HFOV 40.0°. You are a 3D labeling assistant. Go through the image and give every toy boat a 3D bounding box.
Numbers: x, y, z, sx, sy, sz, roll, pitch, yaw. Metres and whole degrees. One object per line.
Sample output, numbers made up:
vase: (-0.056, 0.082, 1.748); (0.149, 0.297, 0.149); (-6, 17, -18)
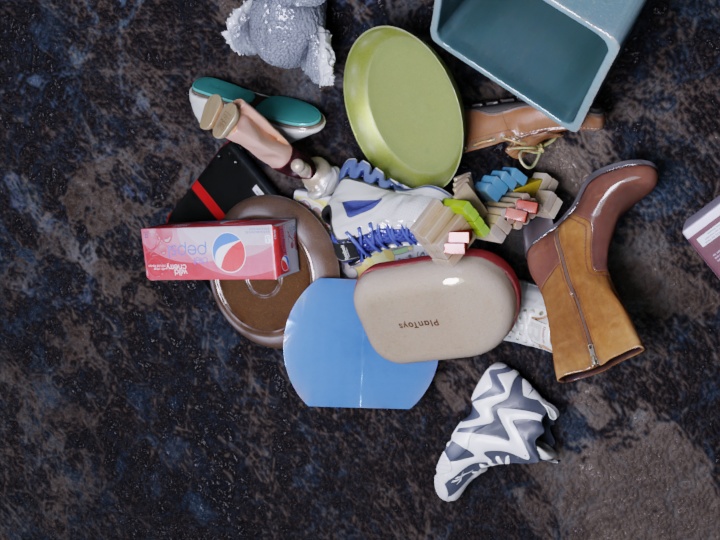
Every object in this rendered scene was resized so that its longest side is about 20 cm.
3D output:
toy boat: (0.097, 0.026, 1.181); (0.197, 0.131, 0.132); (-8, 119, 29)

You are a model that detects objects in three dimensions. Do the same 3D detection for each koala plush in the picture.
koala plush: (-0.082, -0.326, 1.150); (0.175, 0.184, 0.203); (24, 124, 15)

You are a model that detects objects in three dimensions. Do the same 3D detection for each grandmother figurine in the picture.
grandmother figurine: (-0.096, -0.142, 1.195); (0.061, 0.199, 0.121); (-53, 44, 10)

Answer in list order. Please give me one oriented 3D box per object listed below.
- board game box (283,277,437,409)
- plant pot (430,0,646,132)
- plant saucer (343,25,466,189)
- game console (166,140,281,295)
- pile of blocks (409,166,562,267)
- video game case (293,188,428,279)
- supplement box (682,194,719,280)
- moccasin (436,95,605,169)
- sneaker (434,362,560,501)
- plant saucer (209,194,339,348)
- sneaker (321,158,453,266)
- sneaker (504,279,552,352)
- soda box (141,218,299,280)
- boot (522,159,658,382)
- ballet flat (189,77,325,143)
board game box: (0.000, 0.091, 1.251); (0.196, 0.039, 0.161); (2, 92, -6)
plant pot: (0.209, -0.305, 1.004); (0.195, 0.196, 0.201); (35, 76, 10)
plant saucer: (0.056, -0.189, 1.158); (0.199, 0.031, 0.203); (32, 135, 38)
game console: (-0.160, -0.044, 1.320); (0.201, 0.031, 0.177); (49, 115, 9)
pile of blocks: (0.150, -0.071, 1.088); (0.062, 0.198, 0.083); (14, 126, 57)
video game case: (0.000, 0.000, 1.279); (0.197, 0.023, 0.185); (11, 109, 19)
supplement box: (0.455, -0.003, 1.069); (0.109, 0.061, 0.201); (-40, 87, 27)
moccasin: (0.181, -0.159, 1.130); (0.198, 0.074, 0.079); (-3, 106, 24)
sneaker: (0.180, 0.229, 1.237); (0.129, 0.079, 0.202); (30, 104, 21)
plant saucer: (-0.120, 0.005, 1.277); (0.197, 0.032, 0.204); (5, 103, 24)
sneaker: (0.029, -0.049, 1.171); (0.197, 0.116, 0.081); (23, 156, 33)
sneaker: (0.202, 0.056, 1.178); (0.197, 0.085, 0.074); (0, 107, 24)
soda box: (-0.178, -0.027, 1.245); (0.197, 0.063, 0.071); (-1, 100, 25)
boot: (0.267, -0.002, 1.078); (0.187, 0.068, 0.203); (-31, 49, 27)
ballet flat: (-0.130, -0.193, 1.262); (0.197, 0.069, 0.071); (19, 111, 20)
